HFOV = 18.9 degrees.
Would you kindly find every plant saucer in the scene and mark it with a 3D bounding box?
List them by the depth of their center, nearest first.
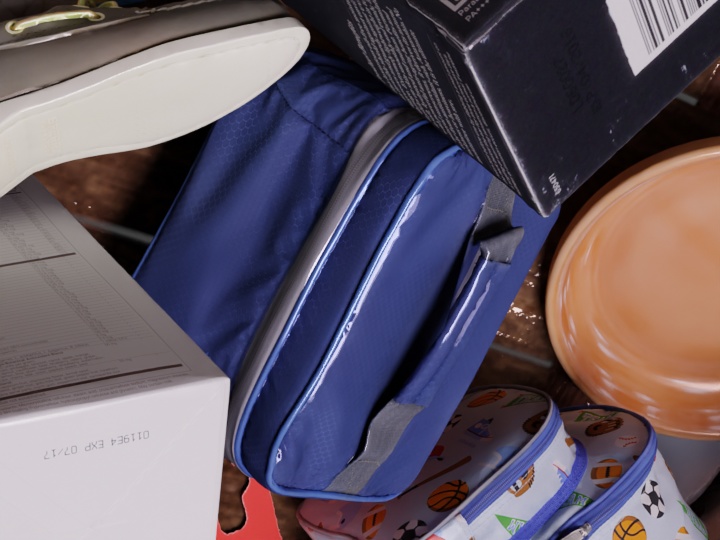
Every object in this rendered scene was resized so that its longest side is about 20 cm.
[{"bbox_3d":[0.196,0.006,1.150,0.199,0.038,0.201,0,128,0],"label":"plant saucer"}]

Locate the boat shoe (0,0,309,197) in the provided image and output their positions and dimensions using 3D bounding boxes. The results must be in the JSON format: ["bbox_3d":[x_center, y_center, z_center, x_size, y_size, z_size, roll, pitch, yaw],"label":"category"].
[{"bbox_3d":[-0.119,-0.080,0.888,0.201,0.060,0.072,-21,157,-19],"label":"boat shoe"}]

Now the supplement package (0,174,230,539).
[{"bbox_3d":[-0.149,0.051,0.873,0.113,0.200,0.110,-9,121,-29],"label":"supplement package"}]

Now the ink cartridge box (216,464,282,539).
[{"bbox_3d":[-0.123,0.152,1.058,0.199,0.050,0.161,-25,129,-18],"label":"ink cartridge box"}]

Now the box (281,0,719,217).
[{"bbox_3d":[0.070,-0.167,0.886,0.200,0.198,0.123,-42,143,-7],"label":"box"}]

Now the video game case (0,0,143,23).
[{"bbox_3d":[-0.133,-0.192,0.859,0.143,0.018,0.201,-17,125,-26],"label":"video game case"}]

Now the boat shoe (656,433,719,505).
[{"bbox_3d":[0.137,0.148,1.231,0.200,0.070,0.066,-47,157,-10],"label":"boat shoe"}]

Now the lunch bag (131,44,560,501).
[{"bbox_3d":[0.000,0.000,0.972,0.136,0.132,0.201,9,112,-58],"label":"lunch bag"}]

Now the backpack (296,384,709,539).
[{"bbox_3d":[0.073,0.143,1.109,0.190,0.200,0.155,-30,110,-24],"label":"backpack"}]

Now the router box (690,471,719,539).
[{"bbox_3d":[0.218,0.155,1.146,0.049,0.200,0.180,45,56,-7],"label":"router box"}]
